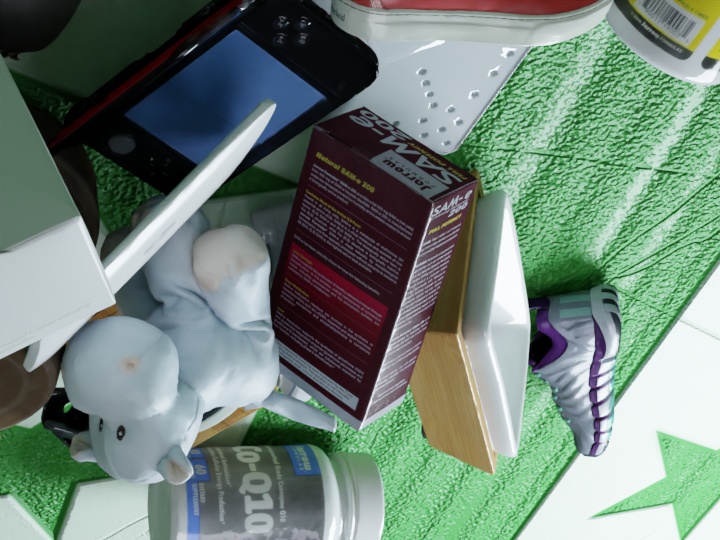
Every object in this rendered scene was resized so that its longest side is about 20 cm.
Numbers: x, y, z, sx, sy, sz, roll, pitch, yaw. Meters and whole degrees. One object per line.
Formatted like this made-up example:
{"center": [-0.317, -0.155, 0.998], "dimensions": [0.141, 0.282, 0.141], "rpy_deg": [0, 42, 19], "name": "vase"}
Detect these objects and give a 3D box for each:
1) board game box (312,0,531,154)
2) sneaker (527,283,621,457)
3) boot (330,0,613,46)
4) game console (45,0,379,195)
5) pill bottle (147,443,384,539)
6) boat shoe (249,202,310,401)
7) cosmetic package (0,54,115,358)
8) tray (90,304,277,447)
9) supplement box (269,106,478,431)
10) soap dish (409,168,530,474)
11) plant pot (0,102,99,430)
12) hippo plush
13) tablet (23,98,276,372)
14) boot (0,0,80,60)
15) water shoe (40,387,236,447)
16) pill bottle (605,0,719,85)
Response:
{"center": [0.028, -0.175, 1.015], "dimensions": [0.198, 0.026, 0.200], "rpy_deg": [11, 134, -30], "name": "board game box"}
{"center": [0.186, 0.090, 1.357], "dimensions": [0.087, 0.075, 0.201], "rpy_deg": [-1, 131, 3], "name": "sneaker"}
{"center": [0.085, -0.217, 0.917], "dimensions": [0.198, 0.073, 0.145], "rpy_deg": [-6, 125, -27], "name": "boot"}
{"center": [-0.109, -0.090, 0.959], "dimensions": [0.199, 0.120, 0.172], "rpy_deg": [-30, 134, 32], "name": "game console"}
{"center": [-0.086, 0.215, 1.362], "dimensions": [0.198, 0.114, 0.114], "rpy_deg": [0, 138, -20], "name": "pill bottle"}
{"center": [-0.064, 0.025, 1.191], "dimensions": [0.065, 0.074, 0.201], "rpy_deg": [-3, 129, -9], "name": "boat shoe"}
{"center": [-0.225, -0.053, 0.835], "dimensions": [0.107, 0.201, 0.085], "rpy_deg": [-24, 147, -9], "name": "cosmetic package"}
{"center": [-0.163, 0.075, 1.233], "dimensions": [0.098, 0.037, 0.200], "rpy_deg": [-30, 139, 16], "name": "tray"}
{"center": [0.000, 0.000, 1.064], "dimensions": [0.061, 0.108, 0.201], "rpy_deg": [-28, 144, -47], "name": "supplement box"}
{"center": [0.083, 0.043, 1.194], "dimensions": [0.080, 0.158, 0.201], "rpy_deg": [0, 143, 15], "name": "soap dish"}
{"center": [-0.269, 0.011, 1.014], "dimensions": [0.198, 0.176, 0.201], "rpy_deg": [-9, 141, -7], "name": "plant pot"}
{"center": [-0.144, 0.066, 1.032], "dimensions": [0.158, 0.161, 0.201], "rpy_deg": [11, 132, 36], "name": "hippo plush"}
{"center": [-0.130, -0.019, 0.916], "dimensions": [0.200, 0.014, 0.130], "rpy_deg": [-48, -177, -20], "name": "tablet"}
{"center": [-0.269, -0.143, 0.918], "dimensions": [0.199, 0.078, 0.138], "rpy_deg": [-35, 142, 23], "name": "boot"}
{"center": [-0.162, 0.091, 1.162], "dimensions": [0.199, 0.072, 0.079], "rpy_deg": [-31, 140, 23], "name": "water shoe"}
{"center": [0.248, -0.227, 0.961], "dimensions": [0.111, 0.113, 0.201], "rpy_deg": [9, 135, -27], "name": "pill bottle"}
